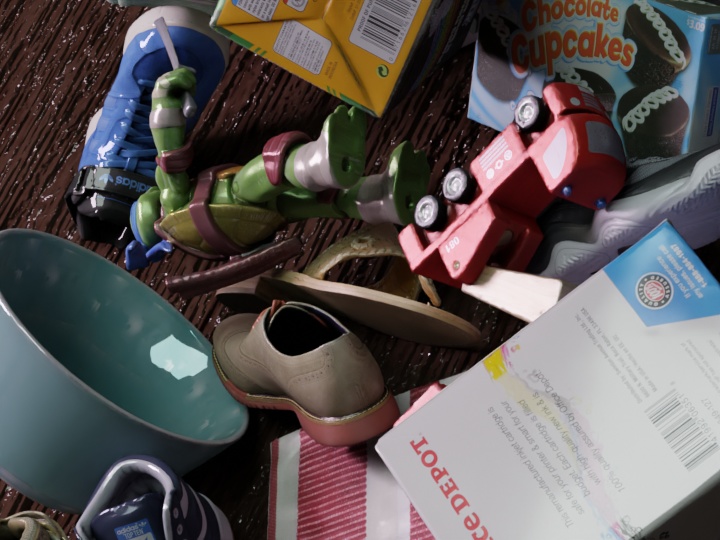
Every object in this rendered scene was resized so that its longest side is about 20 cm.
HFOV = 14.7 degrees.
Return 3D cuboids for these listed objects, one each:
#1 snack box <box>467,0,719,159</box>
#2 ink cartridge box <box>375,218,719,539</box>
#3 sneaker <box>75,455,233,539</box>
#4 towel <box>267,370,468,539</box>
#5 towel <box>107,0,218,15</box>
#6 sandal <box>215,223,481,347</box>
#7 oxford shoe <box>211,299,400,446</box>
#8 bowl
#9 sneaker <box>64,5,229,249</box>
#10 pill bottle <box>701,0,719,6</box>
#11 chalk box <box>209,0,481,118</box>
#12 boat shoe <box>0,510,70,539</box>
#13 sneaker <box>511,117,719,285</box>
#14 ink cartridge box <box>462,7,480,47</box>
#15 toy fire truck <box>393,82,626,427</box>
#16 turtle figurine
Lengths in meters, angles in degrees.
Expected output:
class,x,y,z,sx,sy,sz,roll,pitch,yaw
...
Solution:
class,x,y,z,sx,sy,sz,roll,pitch,yaw
snack box,0.148,-0.125,1.718,0.200,0.037,0.116,26,116,47
ink cartridge box,0.142,0.110,1.478,0.200,0.145,0.147,-37,53,4
sneaker,-0.108,0.199,1.603,0.070,0.109,0.200,-22,53,10
towel,0.033,0.133,1.647,0.200,0.023,0.144,-19,48,25
towel,-0.092,-0.181,1.862,0.200,0.152,0.023,-172,91,-81
sandal,-0.004,-0.002,1.744,0.212,0.078,0.070,5,68,44
oxford shoe,-0.040,0.045,1.711,0.070,0.075,0.200,-28,23,-23
bowl,-0.180,0.077,1.745,0.105,0.201,0.201,-51,39,16
sneaker,-0.144,-0.087,1.876,0.200,0.077,0.111,132,150,-54
pill bottle,0.200,-0.231,1.699,0.111,0.200,0.111,-20,45,21
chalk box,0.015,-0.198,1.710,0.125,0.124,0.200,-65,-8,26
boat shoe,-0.200,0.179,1.648,0.065,0.200,0.072,-58,25,22
sneaker,0.148,-0.060,1.638,0.200,0.075,0.114,-29,63,40
ink cartridge box,0.083,-0.241,1.881,0.200,0.084,0.145,-25,45,17
toy fire truck,0.085,0.004,1.599,0.200,0.049,0.141,-45,50,27
turtle figurine,-0.056,-0.083,1.739,0.194,0.144,0.200,-3,35,39
